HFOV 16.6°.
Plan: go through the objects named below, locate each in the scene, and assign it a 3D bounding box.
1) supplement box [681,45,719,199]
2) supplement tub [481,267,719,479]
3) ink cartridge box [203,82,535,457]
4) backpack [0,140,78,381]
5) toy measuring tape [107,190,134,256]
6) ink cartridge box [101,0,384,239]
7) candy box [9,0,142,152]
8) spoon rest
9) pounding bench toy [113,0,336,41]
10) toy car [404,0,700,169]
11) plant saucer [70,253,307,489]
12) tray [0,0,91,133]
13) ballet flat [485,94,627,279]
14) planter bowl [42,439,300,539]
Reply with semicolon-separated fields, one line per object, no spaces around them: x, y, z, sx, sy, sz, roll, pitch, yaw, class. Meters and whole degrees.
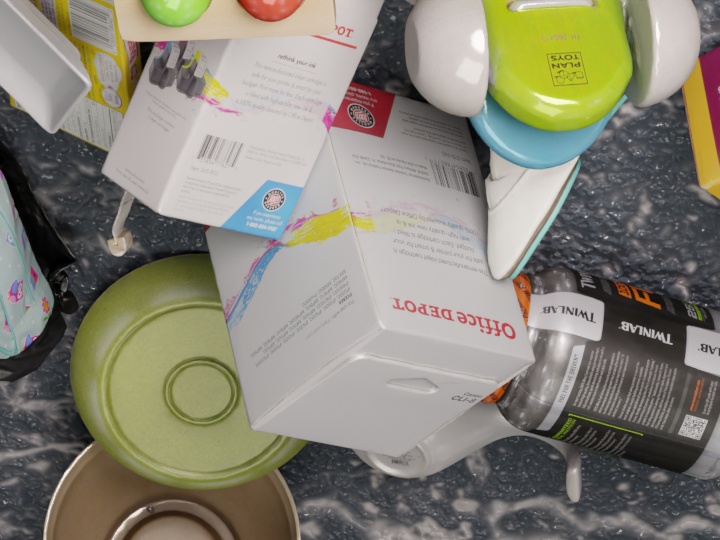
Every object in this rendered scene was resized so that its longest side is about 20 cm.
0.325;-0.108;1.583;0.199;0.104;0.131;-28;140;31;supplement box
0.181;0.070;1.789;0.198;0.123;0.123;16;136;-12;supplement tub
0.000;0.000;1.649;0.145;0.201;0.144;14;140;-40;ink cartridge box
-0.301;-0.013;1.744;0.165;0.127;0.201;-1;134;11;backpack
-0.107;-0.092;1.652;0.073;0.074;0.201;17;108;-13;toy measuring tape
-0.068;-0.130;1.558;0.115;0.068;0.201;11;108;-48;ink cartridge box
-0.189;-0.149;1.606;0.102;0.026;0.200;28;153;13;candy box
0.080;0.131;1.922;0.198;0.061;0.100;10;137;14;spoon rest
-0.115;-0.217;1.406;0.198;0.157;0.125;-2;136;5;pounding bench toy
0.102;-0.150;1.512;0.173;0.201;0.150;-5;144;-13;toy car
-0.119;0.084;1.848;0.198;0.031;0.202;-1;116;-3;plant saucer
-0.249;-0.178;1.575;0.200;0.022;0.107;45;156;-5;tray
0.124;-0.091;1.614;0.069;0.069;0.201;33;90;-27;ballet flat
-0.150;0.226;1.956;0.198;0.202;0.135;8;164;-3;planter bowl
